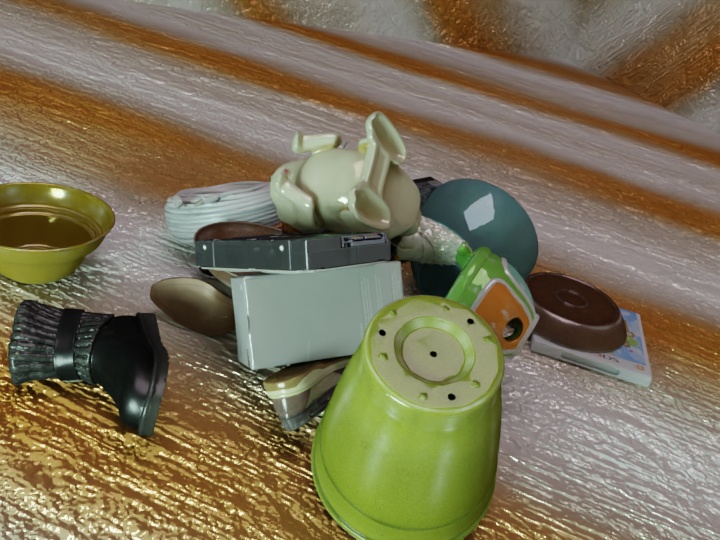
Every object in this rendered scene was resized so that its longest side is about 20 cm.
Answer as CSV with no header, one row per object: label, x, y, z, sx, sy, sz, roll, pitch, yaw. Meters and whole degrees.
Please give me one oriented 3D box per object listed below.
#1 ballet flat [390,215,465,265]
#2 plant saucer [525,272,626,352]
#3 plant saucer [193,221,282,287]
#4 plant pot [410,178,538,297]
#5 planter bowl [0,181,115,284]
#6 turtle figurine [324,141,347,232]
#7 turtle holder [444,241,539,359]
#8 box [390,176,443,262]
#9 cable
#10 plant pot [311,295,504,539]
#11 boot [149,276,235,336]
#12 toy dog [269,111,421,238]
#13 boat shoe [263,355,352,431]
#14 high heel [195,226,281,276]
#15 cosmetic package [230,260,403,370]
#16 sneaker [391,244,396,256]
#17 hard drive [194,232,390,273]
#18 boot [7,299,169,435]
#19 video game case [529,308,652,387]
ballet flat,0.051,-0.050,1.047,0.198,0.073,0.072,28,30,20
plant saucer,0.327,0.056,1.181,0.196,0.035,0.201,10,29,-5
plant saucer,-0.129,-0.009,1.005,0.197,0.037,0.201,15,21,-6
plant pot,0.152,-0.017,1.132,0.198,0.202,0.135,24,44,20
planter bowl,-0.433,-0.039,1.003,0.197,0.085,0.201,11,28,-6
turtle figurine,-0.015,-0.130,1.243,0.149,0.200,0.102,-8,62,-54
turtle holder,0.152,0.056,0.970,0.131,0.186,0.142,33,66,7
box,0.048,-0.073,1.228,0.198,0.139,0.040,-15,38,-44
cable,-0.204,-0.096,1.165,0.197,0.071,0.199,-11,13,-23
plant pot,0.055,0.133,0.723,0.196,0.195,0.203,4,46,-4
boot,-0.165,0.034,1.020,0.197,0.071,0.146,18,21,6
toy dog,-0.031,-0.105,0.974,0.197,0.142,0.193,-1,-16,37
boat shoe,-0.051,0.137,0.873,0.072,0.066,0.199,-8,0,24
high heel,-0.144,-0.020,1.115,0.196,0.069,0.096,-8,21,-7
cosmetic package,-0.049,0.049,0.889,0.196,0.109,0.090,-4,2,-19
sneaker,0.000,0.000,1.086,0.077,0.086,0.202,21,47,-2
hard drive,-0.081,-0.022,0.872,0.198,0.039,0.139,1,6,42
boot,-0.294,0.103,0.801,0.155,0.081,0.211,8,16,-25
video game case,0.359,0.095,1.181,0.179,0.022,0.200,18,28,7
